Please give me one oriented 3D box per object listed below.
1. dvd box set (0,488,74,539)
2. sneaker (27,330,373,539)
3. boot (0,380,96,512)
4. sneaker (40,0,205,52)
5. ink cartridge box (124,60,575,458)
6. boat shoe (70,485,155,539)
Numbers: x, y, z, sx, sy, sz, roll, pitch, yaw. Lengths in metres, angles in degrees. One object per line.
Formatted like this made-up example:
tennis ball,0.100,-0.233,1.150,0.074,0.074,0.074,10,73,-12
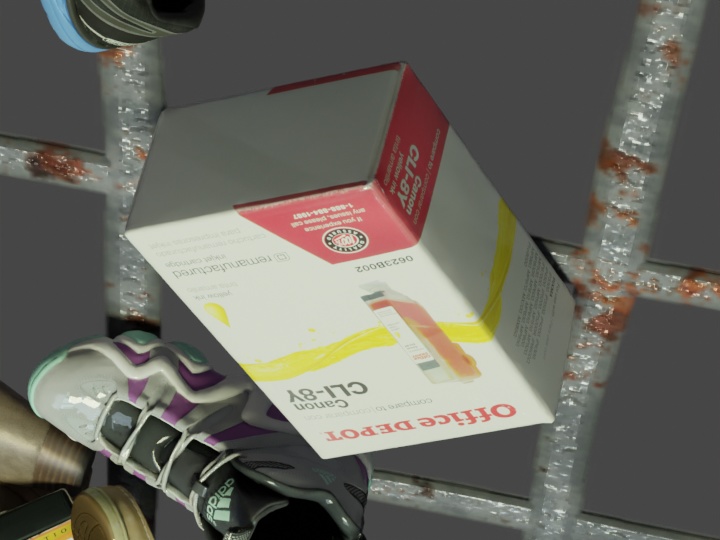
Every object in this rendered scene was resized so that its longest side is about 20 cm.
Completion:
dvd box set,-0.209,0.230,1.663,0.146,0.029,0.200,-24,133,-11
sneaker,-0.084,0.107,1.537,0.200,0.140,0.078,15,117,-11
boot,-0.234,0.115,1.677,0.146,0.070,0.200,21,143,0
sneaker,-0.113,-0.170,1.249,0.083,0.071,0.200,-2,147,11
ink cartridge box,0.000,0.000,1.422,0.145,0.083,0.200,-11,138,29
boat shoe,-0.110,0.183,1.616,0.065,0.072,0.200,-29,135,-14
